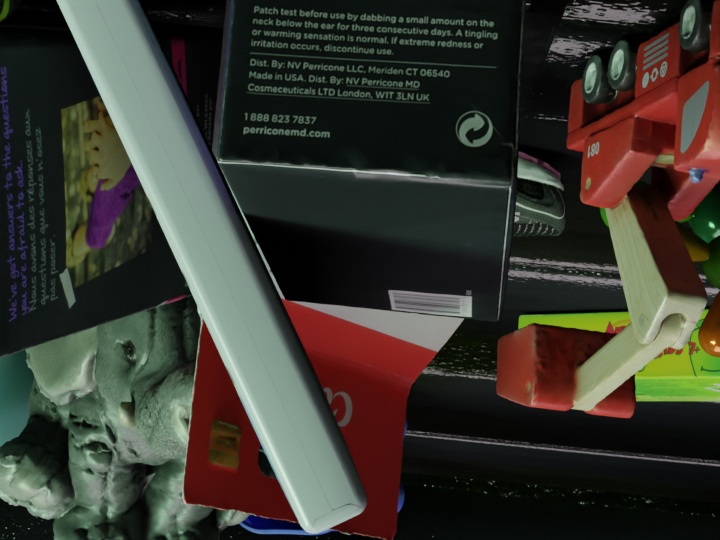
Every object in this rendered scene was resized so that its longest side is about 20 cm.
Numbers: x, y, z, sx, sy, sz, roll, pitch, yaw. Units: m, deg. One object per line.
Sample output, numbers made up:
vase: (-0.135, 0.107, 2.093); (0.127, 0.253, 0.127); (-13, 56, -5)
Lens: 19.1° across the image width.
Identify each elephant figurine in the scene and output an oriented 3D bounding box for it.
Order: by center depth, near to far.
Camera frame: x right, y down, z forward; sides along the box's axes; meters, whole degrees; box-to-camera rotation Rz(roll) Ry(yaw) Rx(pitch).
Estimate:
elephant figurine: (-0.082, 0.037, 0.934); (0.141, 0.155, 0.200); (-33, 157, -35)

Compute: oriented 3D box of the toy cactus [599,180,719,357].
toy cactus: (0.218, -0.016, 0.990); (0.199, 0.103, 0.165); (-8, 175, 21)

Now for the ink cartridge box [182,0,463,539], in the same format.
ink cartridge box: (0.000, 0.000, 0.843); (0.050, 0.201, 0.161); (-4, 167, 31)

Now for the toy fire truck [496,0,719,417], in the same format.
toy fire truck: (0.116, -0.018, 0.848); (0.049, 0.142, 0.200); (8, 169, -17)

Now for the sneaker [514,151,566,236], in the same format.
sneaker: (0.004, -0.012, 1.065); (0.199, 0.087, 0.080); (-3, 170, 7)

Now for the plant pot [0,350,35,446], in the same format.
plant pot: (-0.233, -0.002, 0.997); (0.200, 0.201, 0.161); (5, 158, 2)

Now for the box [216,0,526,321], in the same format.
box: (0.011, -0.073, 0.613); (0.079, 0.142, 0.200); (6, 169, 4)

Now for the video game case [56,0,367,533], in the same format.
video game case: (-0.055, -0.032, 0.648); (0.022, 0.201, 0.182); (-25, -172, -2)

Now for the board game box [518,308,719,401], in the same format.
board game box: (0.218, 0.059, 1.472); (0.199, 0.048, 0.101); (-3, 166, 37)

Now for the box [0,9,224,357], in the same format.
box: (-0.136, -0.039, 0.784); (0.122, 0.107, 0.200); (7, -170, 21)

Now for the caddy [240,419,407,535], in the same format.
caddy: (-0.050, 0.172, 1.959); (0.200, 0.142, 0.105); (-6, 168, 44)

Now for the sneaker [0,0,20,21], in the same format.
sneaker: (-0.185, -0.115, 0.667); (0.083, 0.074, 0.200); (-4, 167, 26)
